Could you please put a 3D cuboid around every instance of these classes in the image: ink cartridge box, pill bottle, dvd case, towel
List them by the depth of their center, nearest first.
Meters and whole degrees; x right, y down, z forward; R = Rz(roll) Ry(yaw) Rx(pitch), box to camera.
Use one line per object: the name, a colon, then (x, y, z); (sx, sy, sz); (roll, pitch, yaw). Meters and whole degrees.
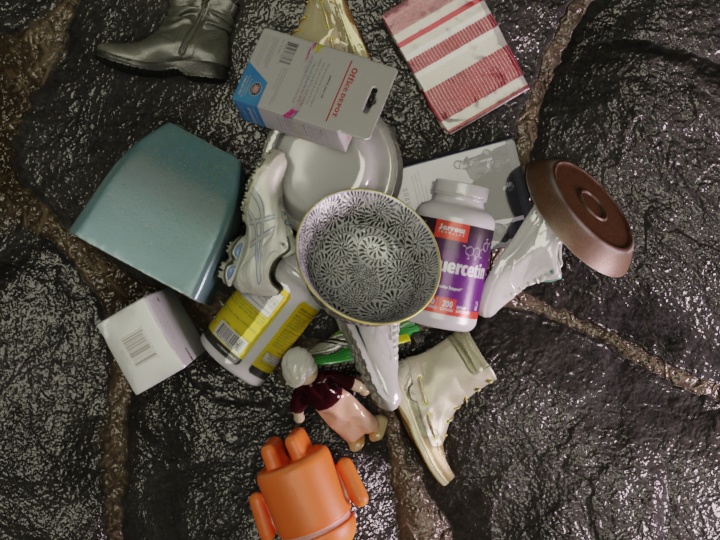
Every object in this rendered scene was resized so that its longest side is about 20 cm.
ink cartridge box: (-0.056, -0.236, 1.516); (0.198, 0.068, 0.116); (19, 75, 14)
pill bottle: (0.123, -0.022, 1.576); (0.111, 0.112, 0.202); (10, 93, 1)
pill bottle: (-0.126, 0.053, 1.608); (0.114, 0.114, 0.201); (38, 93, -1)
towel: (0.137, -0.316, 1.632); (0.143, 0.023, 0.201); (-29, 93, 0)
dvd case: (0.144, -0.095, 1.640); (0.198, 0.025, 0.152); (-14, 92, 2)

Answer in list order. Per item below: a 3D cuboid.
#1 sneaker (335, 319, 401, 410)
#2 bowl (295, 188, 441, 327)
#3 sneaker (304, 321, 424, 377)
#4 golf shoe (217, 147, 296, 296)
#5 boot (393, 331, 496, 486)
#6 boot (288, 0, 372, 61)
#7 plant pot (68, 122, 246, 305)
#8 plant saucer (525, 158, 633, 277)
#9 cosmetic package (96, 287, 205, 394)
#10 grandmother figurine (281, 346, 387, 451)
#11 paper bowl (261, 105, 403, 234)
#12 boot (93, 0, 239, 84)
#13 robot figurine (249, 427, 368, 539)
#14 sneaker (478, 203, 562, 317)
sneaker: (0.024, 0.095, 1.556); (0.080, 0.077, 0.201); (-15, 65, -13)
bowl: (0.000, 0.000, 1.516); (0.199, 0.094, 0.203); (7, 61, -14)
sneaker: (-0.012, 0.105, 1.634); (0.198, 0.078, 0.086); (-18, 65, -3)
golf shoe: (-0.118, -0.062, 1.530); (0.096, 0.078, 0.202); (19, 102, 12)
boot: (0.132, 0.196, 1.631); (0.154, 0.072, 0.201); (-28, 104, -8)
boot: (-0.088, -0.343, 1.612); (0.154, 0.073, 0.202); (-26, 95, 3)
plant pot: (-0.255, -0.086, 1.572); (0.195, 0.196, 0.201); (28, 86, 0)
plant saucer: (0.309, -0.081, 1.554); (0.200, 0.200, 0.034); (45, 121, -1)
cosmetic package: (-0.285, 0.093, 1.571); (0.081, 0.200, 0.114); (-29, 94, 3)
grandmother figurine: (-0.047, 0.179, 1.592); (0.121, 0.061, 0.200); (-33, 126, 8)
paper bowl: (-0.043, -0.144, 1.590); (0.198, 0.104, 0.203); (0, 89, 11)
boot: (-0.277, -0.345, 1.624); (0.198, 0.068, 0.132); (6, 88, -7)
robot figurine: (-0.075, 0.329, 1.618); (0.143, 0.116, 0.202); (-23, 93, -30)
sneaker: (0.239, -0.002, 1.595); (0.088, 0.075, 0.201); (34, 113, 9)
